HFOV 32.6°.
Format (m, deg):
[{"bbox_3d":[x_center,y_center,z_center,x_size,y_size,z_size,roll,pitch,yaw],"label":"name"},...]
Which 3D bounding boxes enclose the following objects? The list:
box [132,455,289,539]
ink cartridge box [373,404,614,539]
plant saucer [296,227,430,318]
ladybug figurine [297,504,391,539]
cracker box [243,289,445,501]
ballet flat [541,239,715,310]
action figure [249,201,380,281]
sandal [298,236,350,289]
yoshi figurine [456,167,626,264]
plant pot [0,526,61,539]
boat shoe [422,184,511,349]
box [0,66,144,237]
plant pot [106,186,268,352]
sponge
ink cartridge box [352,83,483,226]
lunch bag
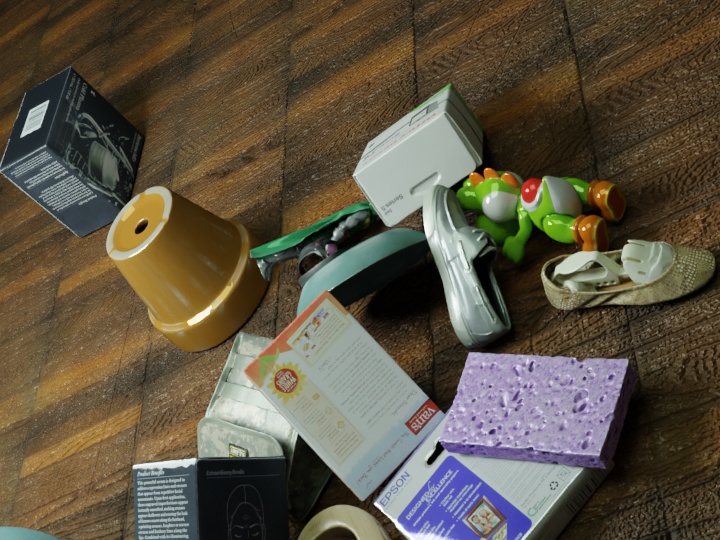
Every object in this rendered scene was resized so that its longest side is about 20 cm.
[{"bbox_3d":[-0.161,0.309,1.357,0.106,0.147,0.204,-11,77,36],"label":"box"},{"bbox_3d":[0.135,0.225,1.294,0.199,0.043,0.199,-49,39,-5],"label":"ink cartridge box"},{"bbox_3d":[0.000,0.000,1.516,0.199,0.200,0.036,-34,80,16],"label":"plant saucer"},{"bbox_3d":[-0.007,0.341,1.305,0.135,0.072,0.201,-37,38,11],"label":"ladybug figurine"},{"bbox_3d":[-0.018,0.142,1.394,0.134,0.058,0.200,-43,82,-9],"label":"cracker box"},{"bbox_3d":[0.282,0.002,1.335,0.198,0.065,0.071,-14,47,35],"label":"ballet flat"},{"bbox_3d":[-0.048,-0.047,1.683,0.198,0.055,0.118,-27,-2,3],"label":"action figure"},{"bbox_3d":[-0.054,-0.010,1.588,0.075,0.048,0.200,-31,-2,-7],"label":"sandal"},{"bbox_3d":[0.210,-0.063,1.462,0.198,0.112,0.114,13,104,34],"label":"yoshi figurine"},{"bbox_3d":[-0.494,0.425,1.643,0.198,0.135,0.202,-25,43,26],"label":"plant pot"},{"bbox_3d":[0.131,-0.012,1.445,0.071,0.070,0.204,-23,74,29],"label":"boat shoe"},{"bbox_3d":[-0.499,-0.205,2.152,0.123,0.197,0.202,-20,44,27],"label":"box"},{"bbox_3d":[-0.259,-0.017,1.769,0.198,0.183,0.202,-25,42,25],"label":"plant pot"},{"bbox_3d":[0.180,0.141,1.274,0.198,0.030,0.113,-1,54,40],"label":"sponge"},{"bbox_3d":[0.079,-0.151,1.583,0.145,0.084,0.200,-34,11,15],"label":"ink cartridge box"},{"bbox_3d":[-0.105,0.193,1.497,0.162,0.117,0.203,9,71,43],"label":"lunch bag"}]
